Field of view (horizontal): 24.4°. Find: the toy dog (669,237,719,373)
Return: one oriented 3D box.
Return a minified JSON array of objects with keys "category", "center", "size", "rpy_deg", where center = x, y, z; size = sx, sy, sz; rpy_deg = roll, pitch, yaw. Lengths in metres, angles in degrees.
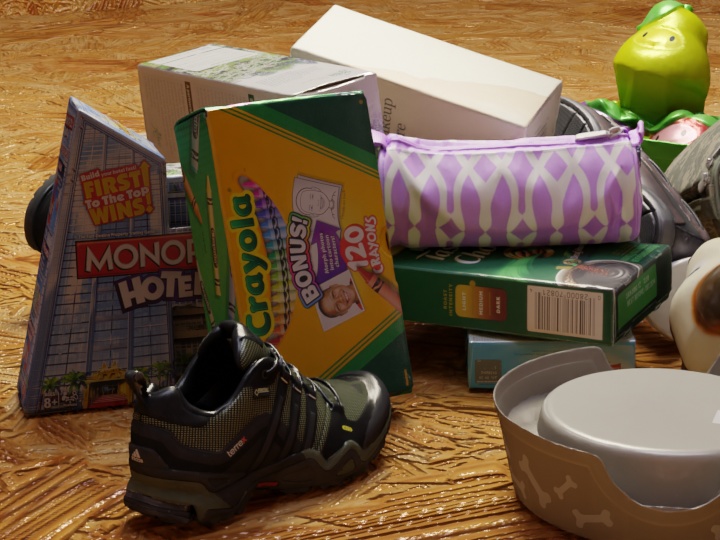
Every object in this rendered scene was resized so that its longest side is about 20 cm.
[{"category":"toy dog","center":[0.305,0.031,1.113],"size":[0.198,0.196,0.140],"rpy_deg":[-1,-28,-1]}]

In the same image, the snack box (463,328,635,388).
[{"category":"snack box","center":[0.133,0.037,1.226],"size":[0.115,0.038,0.200],"rpy_deg":[0,16,3]}]

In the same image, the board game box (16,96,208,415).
[{"category":"board game box","center":[-0.137,-0.017,1.124],"size":[0.198,0.202,0.062],"rpy_deg":[-5,16,-16]}]

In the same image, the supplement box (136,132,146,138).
[{"category":"supplement box","center":[-0.149,-0.087,1.603],"size":[0.125,0.074,0.200],"rpy_deg":[-10,19,-29]}]

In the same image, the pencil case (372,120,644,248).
[{"category":"pencil case","center":[0.105,-0.060,1.176],"size":[0.198,0.086,0.084],"rpy_deg":[-4,37,1]}]

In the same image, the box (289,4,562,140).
[{"category":"box","center":[0.046,-0.122,1.284],"size":[0.198,0.096,0.078],"rpy_deg":[20,41,19]}]

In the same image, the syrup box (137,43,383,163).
[{"category":"syrup box","center":[-0.077,-0.114,1.250],"size":[0.078,0.082,0.199],"rpy_deg":[-22,26,-37]}]

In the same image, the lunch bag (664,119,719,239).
[{"category":"lunch bag","center":[0.328,-0.064,1.335],"size":[0.166,0.141,0.200],"rpy_deg":[-19,-4,-10]}]

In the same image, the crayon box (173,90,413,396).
[{"category":"crayon box","center":[-0.044,-0.009,1.088],"size":[0.118,0.202,0.058],"rpy_deg":[-9,-1,-28]}]

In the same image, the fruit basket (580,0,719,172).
[{"category":"fruit basket","center":[0.277,-0.152,1.592],"size":[0.214,0.218,0.155],"rpy_deg":[10,19,33]}]

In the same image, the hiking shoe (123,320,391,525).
[{"category":"hiking shoe","center":[-0.052,0.077,0.974],"size":[0.075,0.102,0.199],"rpy_deg":[14,21,39]}]

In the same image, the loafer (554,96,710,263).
[{"category":"loafer","center":[0.201,-0.064,1.292],"size":[0.062,0.072,0.201],"rpy_deg":[8,32,-29]}]

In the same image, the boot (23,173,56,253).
[{"category":"boot","center":[-0.140,-0.043,1.287],"size":[0.199,0.066,0.164],"rpy_deg":[18,37,41]}]

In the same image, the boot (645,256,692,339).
[{"category":"boot","center":[0.301,0.023,1.245],"size":[0.198,0.074,0.090],"rpy_deg":[2,2,-1]}]

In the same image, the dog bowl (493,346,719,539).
[{"category":"dog bowl","center":[0.175,0.101,0.966],"size":[0.198,0.059,0.200],"rpy_deg":[-1,17,0]}]

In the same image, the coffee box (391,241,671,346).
[{"category":"coffee box","center":[0.107,0.007,1.182],"size":[0.198,0.044,0.123],"rpy_deg":[6,18,29]}]
